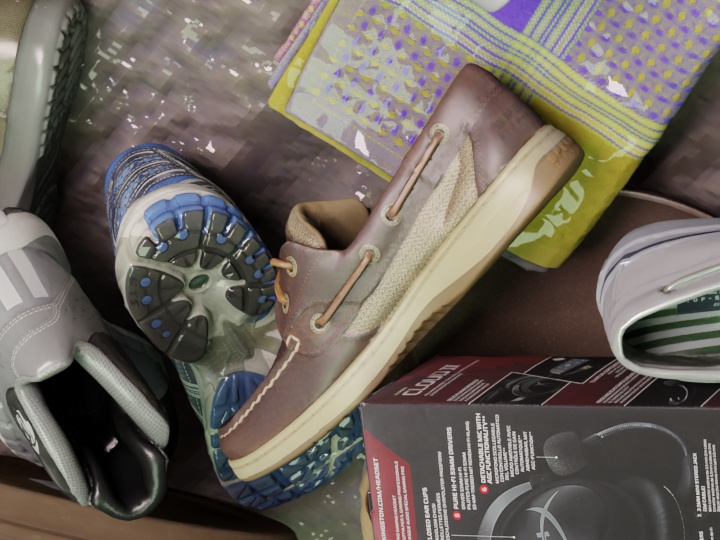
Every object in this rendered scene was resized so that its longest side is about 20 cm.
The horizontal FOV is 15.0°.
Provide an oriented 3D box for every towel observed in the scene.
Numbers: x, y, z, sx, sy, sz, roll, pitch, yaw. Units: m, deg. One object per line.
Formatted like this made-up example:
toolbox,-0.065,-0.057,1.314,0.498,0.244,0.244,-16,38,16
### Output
towel,0.064,-0.100,1.046,0.143,0.023,0.200,35,124,-1

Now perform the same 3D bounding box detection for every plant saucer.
plant saucer,0.100,0.036,1.168,0.199,0.035,0.201,4,129,5
plant saucer,-0.112,0.109,1.190,0.199,0.200,0.030,13,90,-1

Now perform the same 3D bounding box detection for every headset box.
headset box,0.092,0.112,1.048,0.199,0.077,0.150,-1,102,28

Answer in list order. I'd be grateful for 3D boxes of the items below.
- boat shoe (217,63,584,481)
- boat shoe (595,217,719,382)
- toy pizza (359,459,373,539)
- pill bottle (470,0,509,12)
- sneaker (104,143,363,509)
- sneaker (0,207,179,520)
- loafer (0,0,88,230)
boat shoe,0.000,0.000,1.074,0.072,0.072,0.200,44,119,1
boat shoe,0.184,0.012,0.981,0.199,0.067,0.074,-11,115,11
toy pizza,0.069,0.137,1.147,0.200,0.032,0.201,24,127,35
pill bottle,-0.012,-0.179,0.947,0.199,0.112,0.111,33,127,-9
sneaker,-0.053,0.019,1.158,0.077,0.085,0.200,-27,136,-4
sneaker,-0.108,0.068,1.112,0.075,0.116,0.200,-36,147,-2
loafer,-0.164,-0.036,1.136,0.069,0.075,0.201,19,122,3
